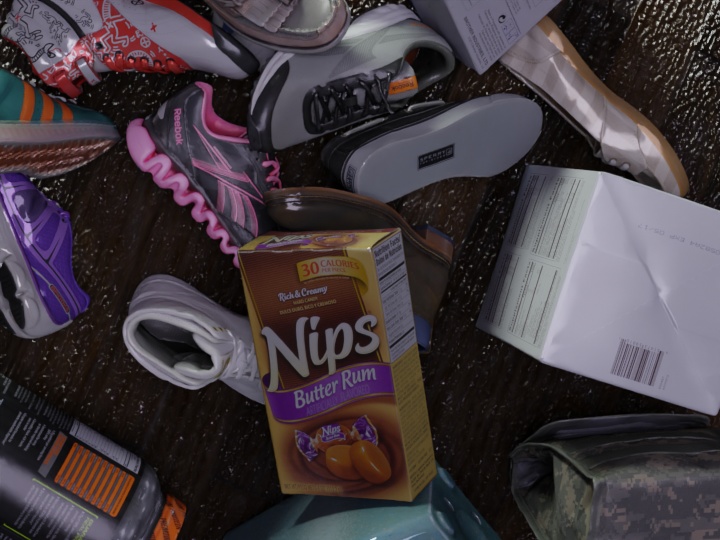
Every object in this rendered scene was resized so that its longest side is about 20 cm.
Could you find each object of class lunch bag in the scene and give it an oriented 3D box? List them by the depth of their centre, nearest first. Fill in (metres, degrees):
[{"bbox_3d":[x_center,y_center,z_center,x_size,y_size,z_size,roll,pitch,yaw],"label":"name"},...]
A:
[{"bbox_3d":[0.225,0.180,1.213,0.163,0.200,0.118,-1,100,-13],"label":"lunch bag"}]

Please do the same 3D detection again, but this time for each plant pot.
[{"bbox_3d":[0.016,0.264,1.158,0.200,0.196,0.196,-36,100,13],"label":"plant pot"}]

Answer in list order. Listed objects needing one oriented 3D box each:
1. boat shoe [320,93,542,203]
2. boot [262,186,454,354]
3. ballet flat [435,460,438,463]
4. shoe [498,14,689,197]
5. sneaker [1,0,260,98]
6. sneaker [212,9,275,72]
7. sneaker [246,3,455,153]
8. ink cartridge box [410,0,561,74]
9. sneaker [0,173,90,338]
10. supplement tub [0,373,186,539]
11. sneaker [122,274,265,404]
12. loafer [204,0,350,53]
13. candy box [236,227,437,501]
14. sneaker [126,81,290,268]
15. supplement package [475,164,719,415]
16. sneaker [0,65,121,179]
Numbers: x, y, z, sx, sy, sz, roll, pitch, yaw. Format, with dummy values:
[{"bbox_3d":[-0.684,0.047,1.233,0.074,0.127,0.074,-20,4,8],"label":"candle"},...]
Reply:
[{"bbox_3d":[0.061,-0.112,1.221,0.199,0.064,0.071,-17,128,-30],"label":"boat shoe"},{"bbox_3d":[0.000,0.000,1.176,0.199,0.074,0.098,19,70,-40],"label":"boot"},{"bbox_3d":[0.034,0.161,1.244,0.073,0.073,0.201,-32,102,-6],"label":"ballet flat"},{"bbox_3d":[0.196,-0.128,1.248,0.053,0.070,0.200,-43,93,-4],"label":"shoe"},{"bbox_3d":[-0.185,-0.172,1.163,0.201,0.067,0.108,31,90,6],"label":"sneaker"},{"bbox_3d":[-0.041,-0.256,1.192,0.088,0.075,0.200,36,85,-5],"label":"sneaker"},{"bbox_3d":[-0.008,-0.149,1.163,0.200,0.079,0.074,-33,139,-30],"label":"sneaker"},{"bbox_3d":[0.127,-0.275,1.184,0.200,0.076,0.137,-42,144,-4],"label":"ink cartridge box"},{"bbox_3d":[-0.275,-0.046,1.180,0.083,0.080,0.201,-22,93,-39],"label":"sneaker"},{"bbox_3d":[-0.246,0.177,1.168,0.199,0.123,0.123,34,89,-11],"label":"supplement tub"},{"bbox_3d":[-0.098,0.076,1.179,0.199,0.116,0.074,23,103,-6],"label":"sneaker"},{"bbox_3d":[-0.097,-0.229,1.136,0.200,0.063,0.072,33,85,27],"label":"loafer"},{"bbox_3d":[-0.017,0.071,1.116,0.116,0.056,0.201,-1,106,28],"label":"candy box"},{"bbox_3d":[-0.091,-0.069,1.187,0.095,0.079,0.200,-43,102,12],"label":"sneaker"},{"bbox_3d":[0.205,0.010,1.192,0.151,0.200,0.152,17,92,-11],"label":"supplement package"},{"bbox_3d":[-0.259,-0.119,1.121,0.071,0.200,0.080,-30,80,26],"label":"sneaker"}]
